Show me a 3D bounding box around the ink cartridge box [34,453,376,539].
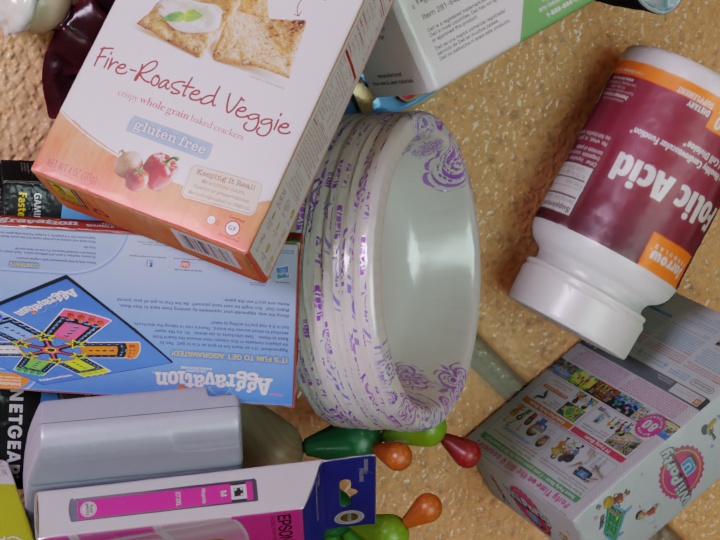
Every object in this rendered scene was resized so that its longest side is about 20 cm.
[{"bbox_3d":[-0.087,0.153,0.918,0.199,0.037,0.095,-8,146,-5],"label":"ink cartridge box"}]

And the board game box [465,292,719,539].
[{"bbox_3d":[0.197,0.110,1.129,0.200,0.147,0.064,-37,120,-13],"label":"board game box"}]

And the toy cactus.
[{"bbox_3d":[-0.032,0.143,1.057,0.165,0.102,0.200,45,108,-6],"label":"toy cactus"}]

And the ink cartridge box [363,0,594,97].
[{"bbox_3d":[0.042,-0.228,0.949,0.144,0.084,0.201,-31,107,-22],"label":"ink cartridge box"}]

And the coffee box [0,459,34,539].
[{"bbox_3d":[-0.287,0.243,0.860,0.199,0.198,0.201,3,119,-27],"label":"coffee box"}]

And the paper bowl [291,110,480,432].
[{"bbox_3d":[0.000,0.000,0.988,0.200,0.104,0.202,1,90,-67],"label":"paper bowl"}]

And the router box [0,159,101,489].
[{"bbox_3d":[-0.151,0.035,0.955,0.148,0.051,0.201,1,110,-15],"label":"router box"}]

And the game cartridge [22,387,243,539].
[{"bbox_3d":[-0.136,0.138,0.944,0.132,0.042,0.200,-8,146,-8],"label":"game cartridge"}]

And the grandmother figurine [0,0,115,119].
[{"bbox_3d":[-0.144,-0.126,0.937,0.200,0.061,0.122,35,94,-28],"label":"grandmother figurine"}]

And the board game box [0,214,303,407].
[{"bbox_3d":[-0.134,0.023,0.892,0.199,0.019,0.104,4,109,1],"label":"board game box"}]

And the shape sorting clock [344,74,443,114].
[{"bbox_3d":[0.002,-0.195,1.002,0.199,0.039,0.201,-8,108,-26],"label":"shape sorting clock"}]

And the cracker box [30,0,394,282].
[{"bbox_3d":[-0.076,-0.111,0.859,0.058,0.133,0.201,67,45,-70],"label":"cracker box"}]

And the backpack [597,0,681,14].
[{"bbox_3d":[0.203,-0.293,1.022,0.200,0.150,0.178,-51,119,-11],"label":"backpack"}]

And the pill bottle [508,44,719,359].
[{"bbox_3d":[0.192,-0.047,1.099,0.114,0.114,0.201,28,90,-31],"label":"pill bottle"}]
